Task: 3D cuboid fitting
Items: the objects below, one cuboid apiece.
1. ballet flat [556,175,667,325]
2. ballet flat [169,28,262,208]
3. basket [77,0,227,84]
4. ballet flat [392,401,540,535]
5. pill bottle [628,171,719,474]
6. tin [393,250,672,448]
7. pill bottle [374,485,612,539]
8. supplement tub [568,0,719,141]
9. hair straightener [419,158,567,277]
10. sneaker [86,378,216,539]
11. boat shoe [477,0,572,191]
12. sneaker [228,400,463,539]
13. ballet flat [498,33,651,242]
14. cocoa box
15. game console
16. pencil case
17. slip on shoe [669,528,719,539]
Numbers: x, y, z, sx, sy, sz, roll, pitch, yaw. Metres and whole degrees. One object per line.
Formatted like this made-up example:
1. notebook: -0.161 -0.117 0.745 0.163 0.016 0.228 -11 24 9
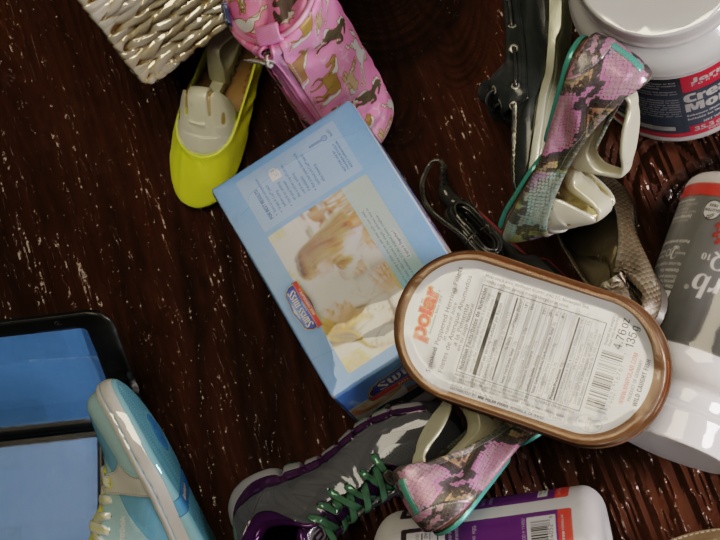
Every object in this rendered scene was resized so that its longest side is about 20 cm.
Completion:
1. ballet flat: 0.176 -0.019 1.481 0.067 0.046 0.200 -52 28 24
2. ballet flat: -0.116 -0.153 1.632 0.066 0.067 0.201 15 77 17
3. basket: -0.158 -0.288 1.594 0.198 0.161 0.200 -35 32 1
4. ballet flat: 0.091 0.114 1.444 0.200 0.069 0.071 -38 97 -43
5. pill bottle: 0.261 0.039 1.455 0.115 0.116 0.201 18 78 18
6. tin: 0.119 0.053 1.392 0.199 0.042 0.113 17 85 13
7. pill bottle: 0.084 0.223 1.442 0.199 0.112 0.113 -9 71 11
8. supplement tub: 0.231 -0.192 1.489 0.140 0.200 0.141 -4 73 12
9. hair straightener: 0.112 -0.016 1.528 0.041 0.077 0.200 -46 69 15
10. sneaker: -0.190 0.191 1.501 0.130 0.080 0.201 -24 98 4
11. boat shoe: 0.126 -0.147 1.569 0.066 0.075 0.200 1 73 17
12. sneaker: -0.008 0.172 1.481 0.199 0.074 0.088 -29 32 18
13. ballet flat: 0.157 -0.079 1.433 0.071 0.201 0.069 33 45 13
14. cocoa box: 0.000 0.000 1.522 0.133 0.131 0.200 -32 68 2
15. game console: -0.271 0.139 1.553 0.199 0.116 0.177 -7 71 12
16. pencil case: -0.037 -0.161 1.548 0.086 0.200 0.083 -41 58 -2
17. slip on shoe: 0.284 0.215 1.407 0.199 0.061 0.076 -3 69 3
